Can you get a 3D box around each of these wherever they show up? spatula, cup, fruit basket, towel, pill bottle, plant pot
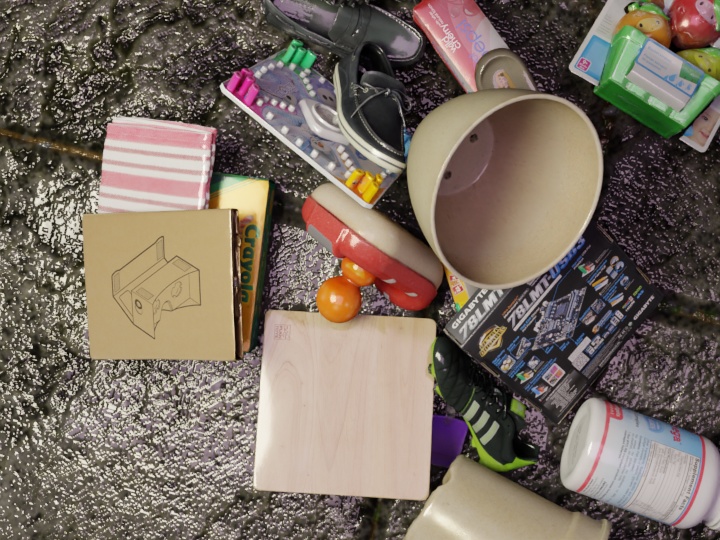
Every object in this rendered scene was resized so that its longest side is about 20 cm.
[{"bbox_3d":[0.112,0.134,1.225,0.056,0.021,0.202,13,90,-12],"label":"spatula"},{"bbox_3d":[0.126,-0.102,1.056,0.198,0.143,0.202,-12,119,-22],"label":"cup"},{"bbox_3d":[0.362,-0.265,1.173,0.184,0.094,0.201,32,89,0],"label":"fruit basket"},{"bbox_3d":[-0.232,-0.068,1.170,0.145,0.030,0.203,10,96,26],"label":"towel"},{"bbox_3d":[0.339,0.228,1.183,0.198,0.109,0.110,19,92,0],"label":"pill bottle"},{"bbox_3d":[0.150,0.312,1.161,0.183,0.200,0.201,34,92,10],"label":"plant pot"}]

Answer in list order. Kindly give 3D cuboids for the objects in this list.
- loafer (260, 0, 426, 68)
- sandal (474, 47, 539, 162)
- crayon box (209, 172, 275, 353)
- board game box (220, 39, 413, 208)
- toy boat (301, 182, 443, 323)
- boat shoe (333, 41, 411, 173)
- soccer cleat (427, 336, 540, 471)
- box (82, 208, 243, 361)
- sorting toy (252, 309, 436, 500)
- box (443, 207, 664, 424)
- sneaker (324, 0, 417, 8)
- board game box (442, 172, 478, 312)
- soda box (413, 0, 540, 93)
[{"bbox_3d":[-0.020,-0.282,1.188,0.198,0.070,0.069,17,92,0],"label":"loafer"},{"bbox_3d":[0.192,-0.152,1.130,0.081,0.055,0.201,-28,99,3],"label":"sandal"},{"bbox_3d":[-0.171,-0.012,1.206,0.117,0.058,0.203,7,92,3],"label":"crayon box"},{"bbox_3d":[-0.034,-0.169,1.133,0.199,0.200,0.026,39,119,-1],"label":"board game box"},{"bbox_3d":[0.000,0.000,1.140,0.130,0.200,0.131,39,96,36],"label":"toy boat"},{"bbox_3d":[0.015,-0.181,1.116,0.074,0.201,0.062,24,124,-29],"label":"boat shoe"},{"bbox_3d":[0.142,0.148,1.172,0.080,0.068,0.201,-14,122,29],"label":"soccer cleat"},{"bbox_3d":[-0.219,0.017,1.138,0.198,0.021,0.166,-1,93,24],"label":"box"},{"bbox_3d":[-0.016,0.155,1.194,0.196,0.070,0.203,3,81,2],"label":"sorting toy"},{"bbox_3d":[0.221,0.048,1.158,0.198,0.050,0.201,37,94,-35],"label":"box"},{"bbox_3d":[0.005,-0.348,1.155,0.199,0.066,0.091,-13,73,-40],"label":"sneaker"},{"bbox_3d":[0.122,-0.040,1.188,0.030,0.095,0.202,-13,95,43],"label":"board game box"},{"bbox_3d":[0.142,-0.234,1.188,0.063,0.070,0.201,-37,91,4],"label":"soda box"}]
